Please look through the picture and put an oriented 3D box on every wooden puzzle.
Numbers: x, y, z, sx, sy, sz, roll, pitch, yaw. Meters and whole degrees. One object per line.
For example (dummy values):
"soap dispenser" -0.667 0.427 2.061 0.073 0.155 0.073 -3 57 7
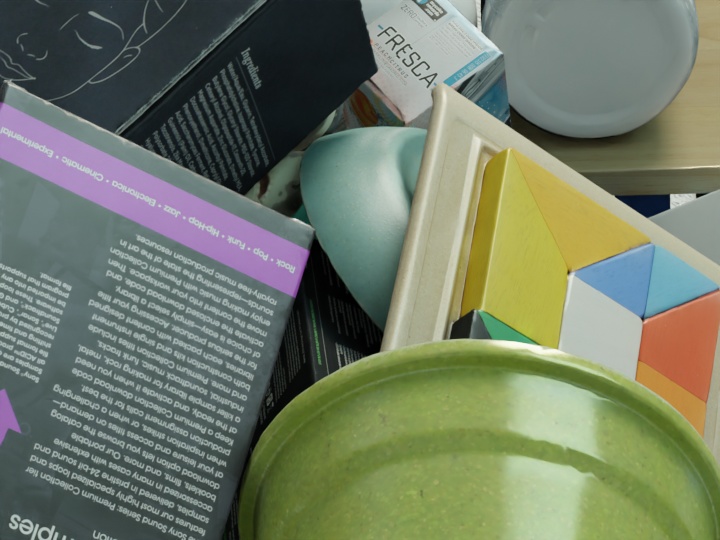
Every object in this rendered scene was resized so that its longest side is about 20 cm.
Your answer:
"wooden puzzle" 0.094 0.030 0.977 0.184 0.037 0.201 31 47 -24

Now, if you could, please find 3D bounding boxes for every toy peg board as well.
"toy peg board" 0.186 -0.073 1.356 0.198 0.098 0.200 -2 34 6

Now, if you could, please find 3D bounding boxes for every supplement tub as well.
"supplement tub" 0.130 -0.175 1.318 0.122 0.123 0.201 27 32 -16

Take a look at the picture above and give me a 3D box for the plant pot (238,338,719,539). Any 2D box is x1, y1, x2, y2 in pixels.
"plant pot" 0.042 0.162 0.835 0.199 0.201 0.185 27 37 -16

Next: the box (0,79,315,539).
"box" -0.110 0.046 0.873 0.142 0.036 0.201 26 63 -19

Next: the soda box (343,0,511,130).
"soda box" 0.040 -0.059 1.215 0.064 0.068 0.200 46 -15 27

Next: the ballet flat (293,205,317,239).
"ballet flat" 0.000 0.000 1.209 0.200 0.070 0.069 41 25 16

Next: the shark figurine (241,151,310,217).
"shark figurine" -0.128 -0.033 1.112 0.213 0.129 0.089 26 -7 25

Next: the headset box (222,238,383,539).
"headset box" 0.037 0.098 1.029 0.199 0.093 0.175 25 25 -21

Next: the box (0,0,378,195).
"box" -0.133 -0.112 1.023 0.200 0.197 0.124 42 -11 24

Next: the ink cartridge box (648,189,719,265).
"ink cartridge box" 0.272 0.045 1.258 0.200 0.145 0.146 33 41 -49

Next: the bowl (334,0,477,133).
"bowl" -0.016 -0.114 1.263 0.200 0.201 0.091 10 53 -43

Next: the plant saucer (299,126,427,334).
"plant saucer" 0.059 -0.001 1.053 0.199 0.036 0.200 35 25 -19

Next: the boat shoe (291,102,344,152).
"boat shoe" -0.076 -0.086 1.149 0.199 0.073 0.062 1 -2 41
